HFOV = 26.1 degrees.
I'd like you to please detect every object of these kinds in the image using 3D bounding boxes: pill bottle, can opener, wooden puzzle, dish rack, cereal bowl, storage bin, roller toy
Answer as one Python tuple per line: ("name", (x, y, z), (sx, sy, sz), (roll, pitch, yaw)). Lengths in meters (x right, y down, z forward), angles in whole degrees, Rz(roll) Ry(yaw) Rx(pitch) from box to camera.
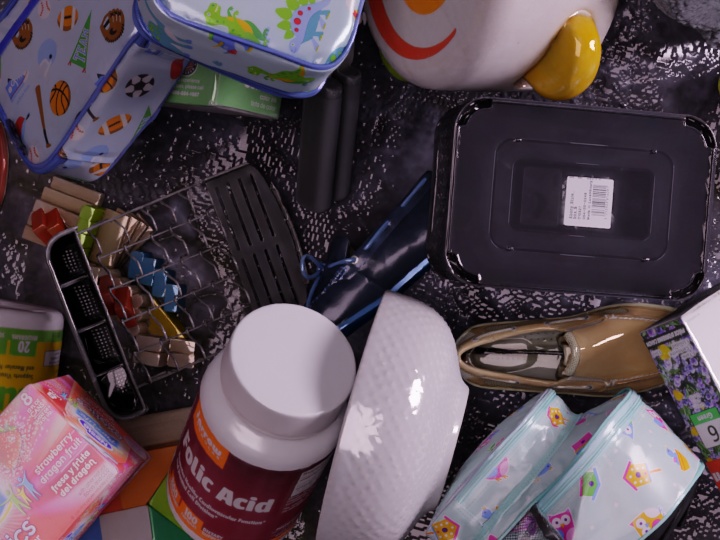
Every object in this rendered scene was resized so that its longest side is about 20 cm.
("pill bottle", (-0.309, 0.126, 1.270), (0.110, 0.111, 0.203), (8, 92, 10))
("can opener", (-0.030, -0.143, 1.210), (0.066, 0.053, 0.202), (22, 126, 30))
("wooden puzzle", (-0.193, 0.215, 1.241), (0.198, 0.037, 0.188), (-8, 89, -26))
("dish rack", (-0.137, 0.009, 1.228), (0.198, 0.054, 0.155), (-23, 102, -15))
("pill bottle", (-0.075, 0.122, 1.176), (0.114, 0.114, 0.201), (35, 140, 8))
("cereal bowl", (0.030, 0.122, 1.163), (0.082, 0.200, 0.203), (16, 93, 3))
("storage bin", (0.156, -0.053, 1.169), (0.197, 0.094, 0.137), (4, 91, -6))
("roller toy", (0.101, -0.226, 1.153), (0.199, 0.138, 0.185), (20, 109, 53))

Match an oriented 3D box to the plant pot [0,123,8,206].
("plant pot", (-0.413, -0.092, 1.246), (0.198, 0.195, 0.204), (0, 90, 10))

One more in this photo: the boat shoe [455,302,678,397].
("boat shoe", (0.169, 0.066, 1.202), (0.197, 0.076, 0.073), (-8, 87, 9))

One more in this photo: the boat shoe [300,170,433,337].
("boat shoe", (0.000, 0.000, 1.240), (0.199, 0.084, 0.069), (-38, 84, -8))

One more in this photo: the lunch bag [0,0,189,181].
("lunch bag", (-0.213, -0.176, 1.188), (0.200, 0.075, 0.161), (-45, 60, 26))

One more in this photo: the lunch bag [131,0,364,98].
("lunch bag", (-0.069, -0.236, 1.093), (0.159, 0.082, 0.202), (17, 73, -13))

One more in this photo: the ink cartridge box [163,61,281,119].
("ink cartridge box", (-0.125, -0.228, 1.222), (0.144, 0.087, 0.203), (9, 93, 38))

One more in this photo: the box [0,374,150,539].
("box", (-0.263, 0.183, 1.149), (0.095, 0.103, 0.200), (43, 95, 5))

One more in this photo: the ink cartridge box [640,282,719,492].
("ink cartridge box", (0.299, 0.111, 1.162), (0.050, 0.108, 0.202), (-28, 88, 51))

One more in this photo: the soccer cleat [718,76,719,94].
("soccer cleat", (0.366, -0.117, 1.163), (0.198, 0.084, 0.065), (23, 95, 9))

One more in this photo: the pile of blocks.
("pile of blocks", (-0.199, 0.001, 1.276), (0.200, 0.062, 0.082), (45, 97, 6))

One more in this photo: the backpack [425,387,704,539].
("backpack", (0.153, 0.174, 1.155), (0.199, 0.176, 0.154), (-40, 83, 12))

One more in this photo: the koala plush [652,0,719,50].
("koala plush", (0.285, -0.286, 1.157), (0.176, 0.183, 0.202), (-27, 65, 21))
